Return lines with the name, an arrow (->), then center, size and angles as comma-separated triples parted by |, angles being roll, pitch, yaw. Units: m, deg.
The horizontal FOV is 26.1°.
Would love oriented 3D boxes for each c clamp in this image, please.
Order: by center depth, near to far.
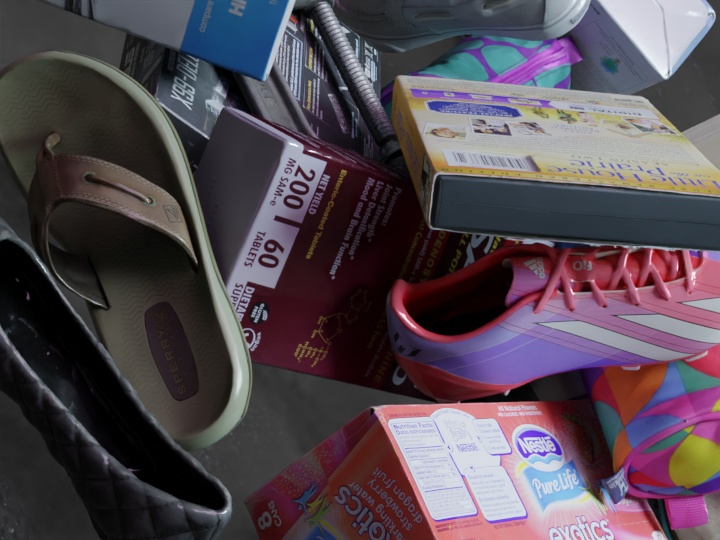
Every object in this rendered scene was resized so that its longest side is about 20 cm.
c clamp -> -0.018, -0.116, 0.881 | 0.171, 0.027, 0.200 | 11, 48, -49

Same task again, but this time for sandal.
sandal -> -0.108, -0.015, 0.692 | 0.201, 0.080, 0.057 | 62, 15, 14

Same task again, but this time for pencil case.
pencil case -> 0.146, 0.031, 0.823 | 0.088, 0.088, 0.200 | 26, 37, -37
pencil case -> 0.077, -0.112, 1.039 | 0.085, 0.092, 0.200 | 60, 31, -7

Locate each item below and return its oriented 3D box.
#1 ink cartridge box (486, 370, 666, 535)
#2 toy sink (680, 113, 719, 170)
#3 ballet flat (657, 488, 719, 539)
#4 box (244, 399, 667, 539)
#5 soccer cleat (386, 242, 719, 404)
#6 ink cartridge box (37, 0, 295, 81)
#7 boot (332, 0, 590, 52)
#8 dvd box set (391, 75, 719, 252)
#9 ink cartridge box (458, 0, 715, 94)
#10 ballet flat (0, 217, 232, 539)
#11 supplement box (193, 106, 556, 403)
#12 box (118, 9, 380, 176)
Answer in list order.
ink cartridge box -> 0.127, 0.078, 0.921 | 0.147, 0.083, 0.200 | -5, 63, -55
toy sink -> 0.250, 0.019, 0.995 | 0.130, 0.112, 0.200 | 47, 21, -50
ballet flat -> 0.187, 0.070, 0.867 | 0.067, 0.062, 0.200 | 30, 38, -40
box -> 0.054, 0.128, 0.757 | 0.200, 0.095, 0.103 | 4, 55, -53
soccer cleat -> 0.110, 0.011, 0.747 | 0.076, 0.200, 0.067 | 62, 15, -49
ink cartridge box -> -0.119, -0.195, 0.795 | 0.200, 0.086, 0.146 | 20, 37, -7
boot -> 0.042, -0.192, 0.980 | 0.096, 0.200, 0.074 | 37, 64, -46
dvd box set -> 0.095, -0.058, 0.780 | 0.146, 0.029, 0.200 | 4, 19, -6
ink cartridge box -> 0.148, -0.188, 1.159 | 0.136, 0.200, 0.076 | 48, 65, -10
ballet flat -> -0.122, 0.036, 0.651 | 0.200, 0.057, 0.066 | 53, 29, 1
supplement box -> 0.000, 0.000, 0.790 | 0.200, 0.109, 0.061 | 16, 11, -43
box -> -0.059, -0.098, 0.884 | 0.158, 0.050, 0.200 | 34, 35, -28
